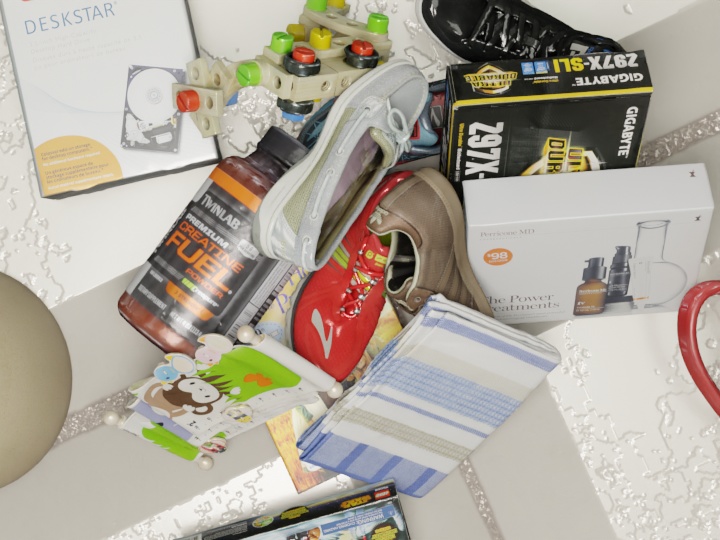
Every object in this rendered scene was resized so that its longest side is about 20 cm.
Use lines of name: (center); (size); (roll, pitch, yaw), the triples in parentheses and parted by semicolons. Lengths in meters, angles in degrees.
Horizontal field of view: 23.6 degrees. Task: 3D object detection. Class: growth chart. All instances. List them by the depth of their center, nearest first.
growth chart: (-0.115, 0.104, 1.398); (0.144, 0.199, 0.018); (27, 48, -37)

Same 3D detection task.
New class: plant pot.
plant pot: (-0.348, 0.095, 1.428); (0.198, 0.134, 0.203); (0, 90, -1)

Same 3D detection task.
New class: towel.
towel: (0.055, 0.108, 1.418); (0.146, 0.024, 0.200); (22, 124, -31)

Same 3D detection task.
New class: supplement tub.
supplement tub: (-0.104, -0.019, 1.411); (0.107, 0.107, 0.201); (36, 88, -1)

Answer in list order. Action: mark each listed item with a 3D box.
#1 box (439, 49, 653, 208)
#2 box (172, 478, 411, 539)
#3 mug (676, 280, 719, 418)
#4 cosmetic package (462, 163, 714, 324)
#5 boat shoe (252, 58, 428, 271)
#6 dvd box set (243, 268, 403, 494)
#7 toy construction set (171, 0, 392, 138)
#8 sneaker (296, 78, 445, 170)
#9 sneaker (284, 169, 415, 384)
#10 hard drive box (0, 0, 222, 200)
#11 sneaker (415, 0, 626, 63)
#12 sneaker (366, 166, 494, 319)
box: (0.145, -0.093, 1.403); (0.158, 0.201, 0.050); (-3, 56, -3)
box: (-0.048, 0.270, 1.464); (0.198, 0.040, 0.138); (-16, 109, 0)
mug: (0.362, 0.079, 1.452); (0.176, 0.133, 0.202); (-1, 95, 17)
cosmetic package: (0.183, -0.019, 1.427); (0.198, 0.151, 0.052); (-5, 54, 0)
boat shoe: (-0.003, -0.082, 1.351); (0.064, 0.075, 0.202); (24, 61, 33)
dvd box set: (-0.031, 0.071, 1.483); (0.145, 0.029, 0.201); (-24, 91, -2)
toy construction set: (-0.055, -0.170, 1.402); (0.199, 0.131, 0.093); (-27, 134, -30)
sneaker: (0.036, -0.127, 1.449); (0.198, 0.096, 0.080); (-18, 90, -1)
sneaker: (0.000, 0.000, 1.419); (0.077, 0.085, 0.201); (27, 71, -12)
hard drive box: (-0.213, -0.174, 1.455); (0.154, 0.077, 0.202); (-13, 91, -1)
sneaker: (0.149, -0.189, 1.415); (0.199, 0.112, 0.074); (24, 88, -21)
sneaker: (0.052, 0.011, 1.389); (0.075, 0.070, 0.201); (-32, 127, -19)
